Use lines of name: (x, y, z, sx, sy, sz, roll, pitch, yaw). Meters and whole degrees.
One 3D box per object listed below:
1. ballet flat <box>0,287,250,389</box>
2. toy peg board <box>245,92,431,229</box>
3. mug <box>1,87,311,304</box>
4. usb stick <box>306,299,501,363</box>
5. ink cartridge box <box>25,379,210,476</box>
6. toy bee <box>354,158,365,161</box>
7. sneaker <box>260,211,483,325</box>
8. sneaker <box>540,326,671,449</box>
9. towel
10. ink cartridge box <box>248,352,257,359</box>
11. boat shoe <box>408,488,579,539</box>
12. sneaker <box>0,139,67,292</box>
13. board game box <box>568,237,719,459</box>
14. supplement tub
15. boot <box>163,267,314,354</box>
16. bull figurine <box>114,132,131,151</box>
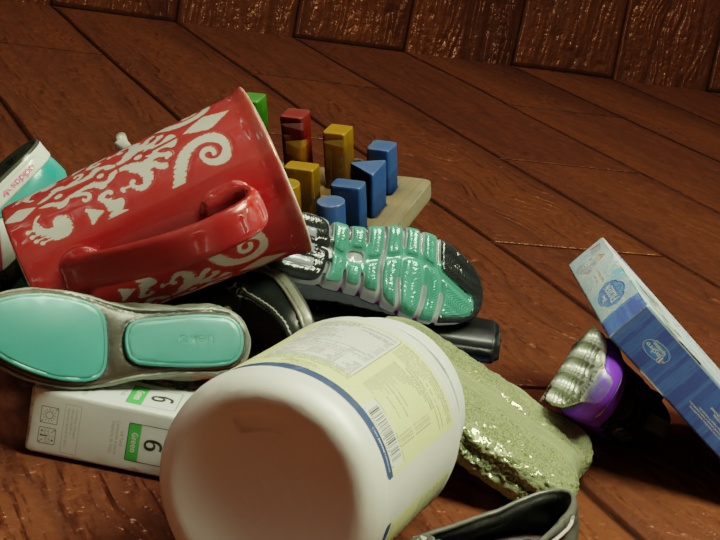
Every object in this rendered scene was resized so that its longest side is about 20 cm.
ballet flat: (-0.176, 0.052, 1.169, 0.200, 0.067, 0.064, 5, -10, -23)
toy peg board: (-0.062, -0.081, 1.503, 0.199, 0.098, 0.200, 7, 29, 19)
mug: (-0.153, -0.041, 1.228, 0.200, 0.133, 0.178, -23, -11, -5)
usb stick: (0.019, 0.048, 1.399, 0.200, 0.033, 0.055, 8, 21, -1)
ink cartridge box: (-0.124, 0.106, 1.188, 0.200, 0.050, 0.109, 10, 15, 2)
toy bee: (-0.027, -0.001, 1.600, 0.131, 0.109, 0.200, 28, 46, 27)
sneaker: (0.000, 0.000, 1.381, 0.200, 0.074, 0.088, 18, -17, -18)
sneaker: (0.204, 0.101, 1.334, 0.100, 0.070, 0.200, 33, -1, 5)
towel: (0.083, 0.104, 1.250, 0.200, 0.036, 0.148, 36, 19, 4)
ink cartridge box: (0.007, 0.095, 1.342, 0.200, 0.042, 0.119, -4, 19, -37)
boat shoe: (0.067, 0.176, 1.049, 0.067, 0.057, 0.200, 23, 19, 39)
sneaker: (-0.288, 0.006, 1.332, 0.121, 0.200, 0.084, 47, -9, -20)
board game box: (0.259, 0.081, 1.354, 0.200, 0.043, 0.199, 47, 10, -13)
supplement tub: (-0.022, 0.110, 1.058, 0.145, 0.145, 0.200, 16, 16, 18)
boot: (-0.132, 0.049, 1.288, 0.154, 0.074, 0.204, -23, 27, -22)
bull figurine: (-0.212, -0.073, 1.627, 0.121, 0.065, 0.200, 18, 50, 37)
